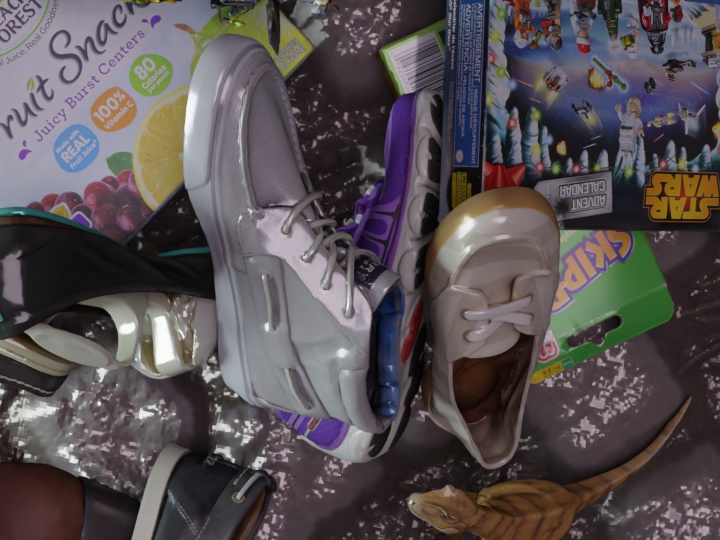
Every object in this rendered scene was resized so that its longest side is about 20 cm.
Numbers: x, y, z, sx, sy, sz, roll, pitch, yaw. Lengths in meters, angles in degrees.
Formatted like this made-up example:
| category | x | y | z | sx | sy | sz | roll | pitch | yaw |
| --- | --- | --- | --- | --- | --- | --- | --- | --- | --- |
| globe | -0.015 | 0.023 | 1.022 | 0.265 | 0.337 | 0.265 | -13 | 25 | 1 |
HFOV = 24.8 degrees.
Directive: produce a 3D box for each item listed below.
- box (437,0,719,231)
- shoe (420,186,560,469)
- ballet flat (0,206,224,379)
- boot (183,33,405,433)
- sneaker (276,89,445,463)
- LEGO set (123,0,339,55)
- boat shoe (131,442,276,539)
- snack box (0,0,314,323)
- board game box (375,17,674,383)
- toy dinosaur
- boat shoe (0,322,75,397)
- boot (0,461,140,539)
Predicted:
| category | x | y | z | sx | sy | sz | roll | pitch | yaw |
| --- | --- | --- | --- | --- | --- | --- | --- | --- | --- |
| box | 0.132 | -0.089 | 0.845 | 0.199 | 0.040 | 0.138 | -1 | 95 | -34 |
| shoe | 0.068 | 0.032 | 0.815 | 0.069 | 0.201 | 0.054 | -13 | 57 | -10 |
| ballet flat | -0.113 | 0.017 | 0.808 | 0.199 | 0.068 | 0.069 | 8 | 71 | -49 |
| boot | -0.022 | -0.014 | 0.778 | 0.095 | 0.074 | 0.201 | 14 | 129 | 27 |
| sneaker | 0.000 | 0.000 | 0.855 | 0.083 | 0.081 | 0.202 | 19 | 100 | 17 |
| LEGO set | -0.087 | -0.205 | 0.794 | 0.152 | 0.116 | 0.202 | -2 | 77 | 12 |
| boat shoe | -0.095 | 0.194 | 0.847 | 0.067 | 0.072 | 0.202 | 13 | 79 | 5 |
| snack box | -0.143 | -0.094 | 0.850 | 0.142 | 0.053 | 0.200 | 44 | 88 | -6 |
| board game box | 0.091 | -0.047 | 0.892 | 0.095 | 0.030 | 0.201 | -24 | 93 | -3 |
| toy dinosaur | 0.097 | 0.131 | 0.880 | 0.199 | 0.106 | 0.061 | -10 | 69 | -45 |
| boat shoe | -0.245 | 0.029 | 0.842 | 0.199 | 0.072 | 0.066 | 21 | 97 | -2 |
| boot | -0.226 | 0.173 | 0.818 | 0.199 | 0.068 | 0.190 | 20 | 81 | -21 |
